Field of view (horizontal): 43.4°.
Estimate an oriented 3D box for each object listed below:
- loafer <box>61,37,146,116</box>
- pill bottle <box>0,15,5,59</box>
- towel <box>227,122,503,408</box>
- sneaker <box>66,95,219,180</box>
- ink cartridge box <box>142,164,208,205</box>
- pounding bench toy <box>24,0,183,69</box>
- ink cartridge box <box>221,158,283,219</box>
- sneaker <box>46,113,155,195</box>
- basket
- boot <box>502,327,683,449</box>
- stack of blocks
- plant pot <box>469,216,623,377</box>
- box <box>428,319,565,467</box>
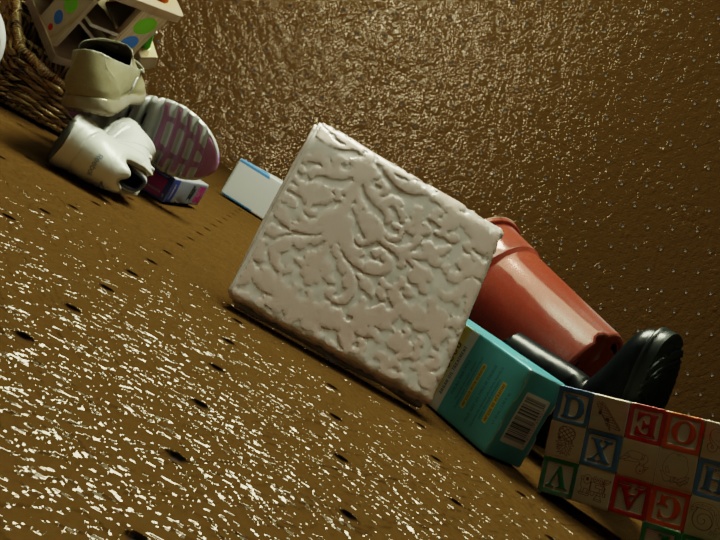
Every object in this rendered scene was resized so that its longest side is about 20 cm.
[{"bbox_3d":[-0.270,-0.216,0.977,0.075,0.069,0.200,11,19,-10],"label":"loafer"},{"bbox_3d":[-0.451,-0.263,0.990,0.113,0.115,0.200,28,4,-30],"label":"pill bottle"},{"bbox_3d":[0.009,-0.008,0.781,0.199,0.192,0.032,30,-26,-8],"label":"towel"},{"bbox_3d":[-0.257,-0.177,1.110,0.199,0.081,0.088,28,3,4],"label":"sneaker"},{"bbox_3d":[-0.280,-0.132,1.187,0.119,0.042,0.200,32,2,2],"label":"ink cartridge box"},{"bbox_3d":[-0.314,-0.356,1.215,0.199,0.155,0.125,2,57,-59],"label":"pounding bench toy"},{"bbox_3d":[-0.174,-0.144,1.860,0.144,0.084,0.200,31,3,15],"label":"ink cartridge box"},{"bbox_3d":[-0.260,-0.114,0.971,0.087,0.075,0.200,37,12,-1],"label":"sneaker"},{"bbox_3d":[-0.394,-0.265,1.221,0.199,0.150,0.142,28,4,-43],"label":"basket"},{"bbox_3d":[0.198,0.105,0.852,0.076,0.202,0.168,-26,45,-36],"label":"boot"},{"bbox_3d":[0.245,0.170,0.705,0.198,0.116,0.058,12,-5,25],"label":"stack of blocks"},{"bbox_3d":[0.181,0.075,1.046,0.195,0.201,0.200,43,10,33],"label":"plant pot"},{"bbox_3d":[0.093,0.091,0.830,0.049,0.083,0.200,27,5,-34],"label":"box"}]
